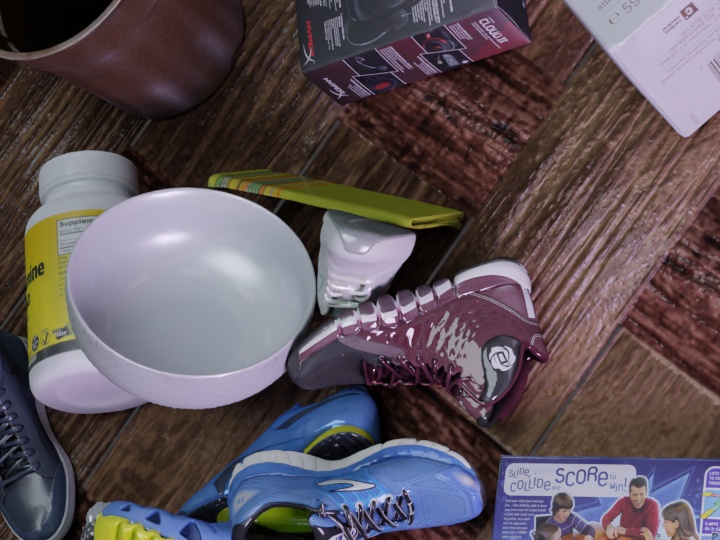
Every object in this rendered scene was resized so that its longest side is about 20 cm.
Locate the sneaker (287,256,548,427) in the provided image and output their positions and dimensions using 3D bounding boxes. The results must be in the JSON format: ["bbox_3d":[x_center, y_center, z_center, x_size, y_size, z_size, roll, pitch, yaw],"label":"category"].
[{"bbox_3d":[0.050,0.075,1.645,0.199,0.076,0.116,-23,68,2],"label":"sneaker"}]

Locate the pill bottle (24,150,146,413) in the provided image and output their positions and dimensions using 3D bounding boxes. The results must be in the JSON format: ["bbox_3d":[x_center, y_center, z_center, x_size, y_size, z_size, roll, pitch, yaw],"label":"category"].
[{"bbox_3d":[-0.223,0.008,1.816,0.112,0.112,0.202,-16,64,23],"label":"pill bottle"}]

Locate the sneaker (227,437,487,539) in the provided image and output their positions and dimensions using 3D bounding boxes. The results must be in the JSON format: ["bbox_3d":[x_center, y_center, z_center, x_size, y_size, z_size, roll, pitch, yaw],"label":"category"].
[{"bbox_3d":[-0.004,0.182,1.619,0.198,0.079,0.089,-7,34,11],"label":"sneaker"}]

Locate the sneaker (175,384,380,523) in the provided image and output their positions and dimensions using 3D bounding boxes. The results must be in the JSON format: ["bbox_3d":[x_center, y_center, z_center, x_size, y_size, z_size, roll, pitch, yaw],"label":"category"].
[{"bbox_3d":[-0.066,0.158,1.710,0.199,0.066,0.079,-33,32,21],"label":"sneaker"}]

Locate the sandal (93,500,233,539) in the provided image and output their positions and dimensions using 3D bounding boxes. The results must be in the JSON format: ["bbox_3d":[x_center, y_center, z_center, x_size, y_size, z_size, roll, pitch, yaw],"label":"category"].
[{"bbox_3d":[-0.108,0.224,1.663,0.199,0.080,0.087,24,42,-1],"label":"sandal"}]

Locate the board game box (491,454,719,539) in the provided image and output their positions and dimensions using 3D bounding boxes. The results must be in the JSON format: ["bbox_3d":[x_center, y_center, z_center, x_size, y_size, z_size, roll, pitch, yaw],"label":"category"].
[{"bbox_3d":[0.189,0.202,1.559,0.198,0.034,0.137,-1,70,29],"label":"board game box"}]

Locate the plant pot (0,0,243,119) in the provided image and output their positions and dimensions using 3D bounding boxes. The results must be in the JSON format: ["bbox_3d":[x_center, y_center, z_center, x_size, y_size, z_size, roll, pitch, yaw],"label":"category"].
[{"bbox_3d":[-0.209,-0.232,1.847,0.199,0.198,0.202,-11,66,26],"label":"plant pot"}]

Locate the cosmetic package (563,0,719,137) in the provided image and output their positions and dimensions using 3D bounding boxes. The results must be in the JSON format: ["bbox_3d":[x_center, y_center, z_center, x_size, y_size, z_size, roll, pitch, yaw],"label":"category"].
[{"bbox_3d":[0.224,-0.245,1.631,0.167,0.166,0.200,-42,56,9],"label":"cosmetic package"}]

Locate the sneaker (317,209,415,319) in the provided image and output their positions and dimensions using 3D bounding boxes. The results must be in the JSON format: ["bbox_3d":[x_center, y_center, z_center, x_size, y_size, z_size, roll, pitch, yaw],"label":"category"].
[{"bbox_3d":[0.000,0.000,1.662,0.070,0.200,0.081,17,86,3],"label":"sneaker"}]

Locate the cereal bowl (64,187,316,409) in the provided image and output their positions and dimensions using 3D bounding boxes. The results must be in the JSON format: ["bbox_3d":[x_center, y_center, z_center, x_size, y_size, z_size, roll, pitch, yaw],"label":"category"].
[{"bbox_3d":[-0.134,0.033,1.714,0.198,0.084,0.201,4,46,-4],"label":"cereal bowl"}]

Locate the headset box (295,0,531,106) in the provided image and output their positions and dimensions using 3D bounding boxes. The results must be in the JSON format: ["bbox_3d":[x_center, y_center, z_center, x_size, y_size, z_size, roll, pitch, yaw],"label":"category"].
[{"bbox_3d":[0.048,-0.240,1.781,0.199,0.075,0.150,-17,64,23],"label":"headset box"}]

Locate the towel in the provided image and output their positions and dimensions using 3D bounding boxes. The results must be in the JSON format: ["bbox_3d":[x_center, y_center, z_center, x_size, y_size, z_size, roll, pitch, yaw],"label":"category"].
[{"bbox_3d":[-0.021,-0.055,1.747,0.199,0.086,0.018,13,103,32],"label":"towel"}]

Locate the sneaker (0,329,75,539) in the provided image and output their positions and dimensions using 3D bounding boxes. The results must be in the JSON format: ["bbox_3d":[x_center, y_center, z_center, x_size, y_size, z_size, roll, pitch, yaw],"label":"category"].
[{"bbox_3d":[-0.312,0.128,1.802,0.077,0.146,0.204,-29,62,15],"label":"sneaker"}]

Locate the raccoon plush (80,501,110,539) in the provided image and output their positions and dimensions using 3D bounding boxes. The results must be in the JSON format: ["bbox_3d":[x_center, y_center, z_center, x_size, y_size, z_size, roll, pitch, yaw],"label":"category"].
[{"bbox_3d":[-0.248,0.273,1.715,0.096,0.134,0.202,-20,63,23],"label":"raccoon plush"}]
